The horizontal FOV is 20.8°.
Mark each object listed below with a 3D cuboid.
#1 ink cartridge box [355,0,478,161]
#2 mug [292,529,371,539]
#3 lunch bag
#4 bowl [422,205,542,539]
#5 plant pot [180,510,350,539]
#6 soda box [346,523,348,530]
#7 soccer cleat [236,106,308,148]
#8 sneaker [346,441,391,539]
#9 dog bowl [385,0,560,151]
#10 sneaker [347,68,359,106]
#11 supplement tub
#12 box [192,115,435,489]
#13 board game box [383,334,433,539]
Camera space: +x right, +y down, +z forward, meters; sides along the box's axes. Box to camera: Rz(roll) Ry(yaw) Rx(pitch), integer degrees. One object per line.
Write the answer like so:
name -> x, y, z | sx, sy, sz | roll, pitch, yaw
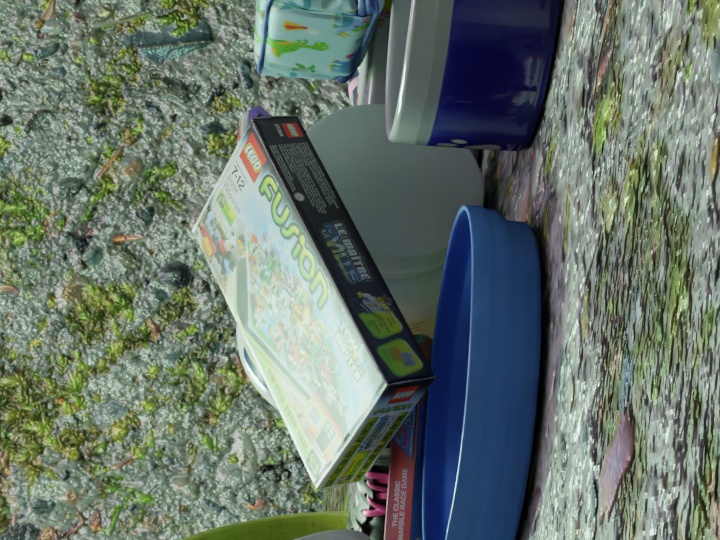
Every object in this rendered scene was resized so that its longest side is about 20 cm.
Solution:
ink cartridge box -> 0.046, -0.172, 1.393 | 0.148, 0.086, 0.200 | -104, 19, -80
mug -> -0.033, 0.281, 1.255 | 0.187, 0.149, 0.153 | -50, 58, 31
lunch bag -> -0.023, -0.221, 1.279 | 0.200, 0.082, 0.161 | 112, 162, -74
bowl -> 0.064, 0.066, 1.054 | 0.201, 0.039, 0.201 | -175, 90, -87
plant pot -> -0.049, 0.306, 1.585 | 0.200, 0.200, 0.184 | -125, 29, -85
soda box -> 0.015, 0.276, 1.380 | 0.068, 0.064, 0.200 | 98, 175, -46
soccer cleat -> -0.009, -0.055, 1.417 | 0.068, 0.200, 0.073 | -40, 43, 27
sneaker -> 0.027, 0.146, 1.302 | 0.200, 0.074, 0.088 | 86, -173, -71
dog bowl -> 0.063, -0.169, 1.114 | 0.200, 0.079, 0.200 | -175, 90, -87
sneaker -> 0.015, -0.143, 1.582 | 0.200, 0.070, 0.082 | -94, 12, -62
supplement tub -> 0.000, 0.000, 1.302 | 0.200, 0.145, 0.145 | 108, 168, -52
box -> -0.032, 0.017, 1.174 | 0.200, 0.035, 0.110 | 62, 141, 28
board game box -> 0.040, 0.146, 1.181 | 0.103, 0.019, 0.200 | 34, -122, -66
